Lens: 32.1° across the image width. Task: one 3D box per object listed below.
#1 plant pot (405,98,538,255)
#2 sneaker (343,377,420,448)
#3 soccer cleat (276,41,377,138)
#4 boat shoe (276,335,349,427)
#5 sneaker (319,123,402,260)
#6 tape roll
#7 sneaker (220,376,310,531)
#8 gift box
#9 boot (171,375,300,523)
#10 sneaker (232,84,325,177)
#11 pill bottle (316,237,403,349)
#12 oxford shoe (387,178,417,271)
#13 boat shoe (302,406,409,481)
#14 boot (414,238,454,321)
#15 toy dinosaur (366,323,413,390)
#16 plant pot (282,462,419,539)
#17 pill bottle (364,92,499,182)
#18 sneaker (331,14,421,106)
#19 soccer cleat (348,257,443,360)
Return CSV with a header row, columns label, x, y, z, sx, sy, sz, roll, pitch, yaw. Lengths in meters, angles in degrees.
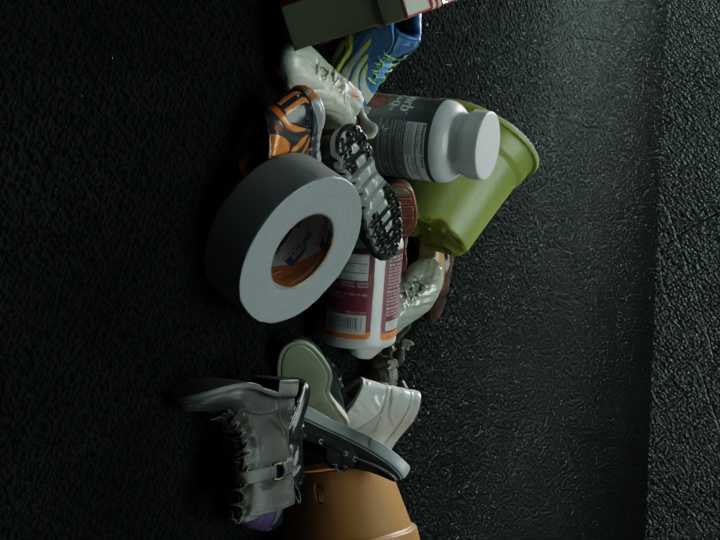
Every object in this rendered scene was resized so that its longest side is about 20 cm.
label,x,y,z,sx,sy,sz,roll,pitch,yaw
plant pot,0.145,-0.132,1.935,0.184,0.200,0.200,-60,150,-16
sneaker,-0.005,0.231,1.859,0.074,0.116,0.200,-91,-155,-51
soccer cleat,-0.040,-0.228,1.591,0.200,0.078,0.069,48,56,-58
boat shoe,-0.064,0.146,1.708,0.066,0.074,0.199,-96,163,-46
sneaker,-0.010,-0.102,1.622,0.066,0.090,0.200,-46,126,-33
tape roll,-0.090,-0.038,1.498,0.200,0.066,0.200,-34,143,-31
sneaker,-0.107,0.238,1.617,0.088,0.076,0.200,34,75,-43
gift box,0.002,-0.382,1.482,0.185,0.187,0.200,-44,119,-55
boot,-0.141,0.216,1.493,0.200,0.069,0.174,3,91,-44
sneaker,-0.104,-0.126,1.532,0.112,0.078,0.200,-36,142,-33
pill bottle,0.000,0.000,1.730,0.114,0.114,0.200,-17,114,-62
oxford shoe,0.043,-0.077,1.834,0.200,0.071,0.074,101,-7,-54
boat shoe,-0.032,0.236,1.660,0.057,0.200,0.069,-60,168,-19
boot,0.128,-0.032,2.074,0.166,0.072,0.200,73,32,-64
toy dinosaur,0.037,0.153,1.915,0.077,0.102,0.200,0,86,-29
plant pot,-0.023,0.337,1.733,0.200,0.200,0.140,-2,83,-65
pill bottle,0.085,-0.183,1.743,0.116,0.200,0.116,-34,129,-58
sneaker,0.022,-0.289,1.642,0.076,0.105,0.200,9,112,-27
soccer cleat,0.056,0.052,1.865,0.200,0.069,0.078,-47,160,-19
